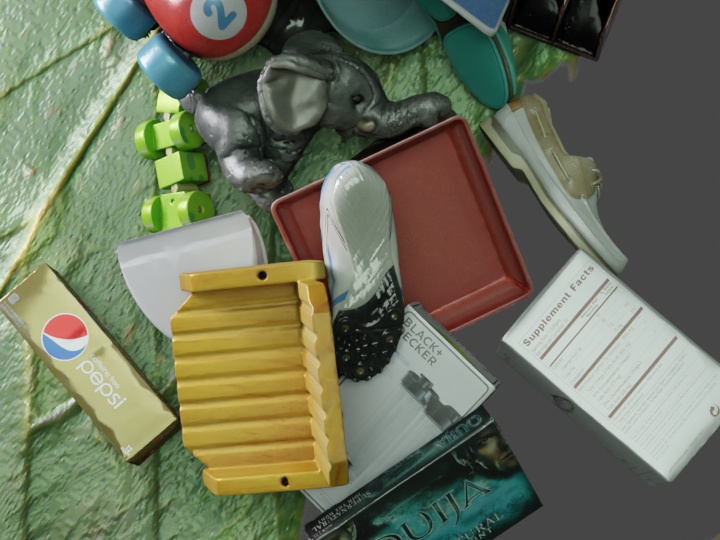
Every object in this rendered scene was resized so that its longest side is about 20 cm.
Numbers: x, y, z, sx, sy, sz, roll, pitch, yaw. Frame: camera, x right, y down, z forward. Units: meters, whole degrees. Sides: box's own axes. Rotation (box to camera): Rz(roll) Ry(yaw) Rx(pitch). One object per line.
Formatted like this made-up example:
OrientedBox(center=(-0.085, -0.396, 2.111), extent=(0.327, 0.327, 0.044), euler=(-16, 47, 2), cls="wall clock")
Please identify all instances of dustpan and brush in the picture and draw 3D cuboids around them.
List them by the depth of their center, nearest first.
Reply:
OrientedBox(center=(-0.139, 0.053, 1.563), extent=(0.139, 0.057, 0.201), euler=(-14, 93, 9), cls="dustpan and brush")

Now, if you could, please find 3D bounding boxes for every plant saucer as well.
OrientedBox(center=(0.040, -0.025, 1.559), extent=(0.199, 0.037, 0.200), euler=(-25, 113, -1), cls="plant saucer")
OrientedBox(center=(0.014, -0.310, 1.595), extent=(0.199, 0.036, 0.201), euler=(-4, 97, -39), cls="plant saucer")

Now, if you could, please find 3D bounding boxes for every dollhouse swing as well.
OrientedBox(center=(-0.093, 0.099, 1.437), extent=(0.181, 0.176, 0.201), euler=(-6, 93, 9), cls="dollhouse swing")

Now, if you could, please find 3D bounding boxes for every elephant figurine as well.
OrientedBox(center=(-0.046, -0.162, 1.548), extent=(0.200, 0.155, 0.142), euler=(-40, 48, 17), cls="elephant figurine")

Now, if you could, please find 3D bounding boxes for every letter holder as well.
OrientedBox(center=(0.224, -0.326, 1.582), extent=(0.100, 0.142, 0.201), euler=(21, 82, 5), cls="letter holder")

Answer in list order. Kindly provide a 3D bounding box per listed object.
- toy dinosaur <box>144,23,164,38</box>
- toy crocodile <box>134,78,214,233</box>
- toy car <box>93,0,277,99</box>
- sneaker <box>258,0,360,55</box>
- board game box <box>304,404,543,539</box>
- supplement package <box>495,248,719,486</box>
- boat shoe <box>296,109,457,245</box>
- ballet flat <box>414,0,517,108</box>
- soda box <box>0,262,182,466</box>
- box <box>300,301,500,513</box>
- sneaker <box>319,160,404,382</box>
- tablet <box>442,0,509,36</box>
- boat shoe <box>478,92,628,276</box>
OrientedBox(center=(-0.211, -0.330, 1.639), extent=(0.135, 0.102, 0.201), euler=(4, 63, -12), cls="toy dinosaur")
OrientedBox(center=(-0.173, -0.091, 1.605), extent=(0.067, 0.062, 0.201), euler=(-11, 81, 40), cls="toy crocodile")
OrientedBox(center=(-0.178, -0.288, 1.469), extent=(0.184, 0.200, 0.177), euler=(-43, 59, 10), cls="toy car")
OrientedBox(center=(-0.031, -0.285, 1.627), extent=(0.091, 0.076, 0.200), euler=(36, 79, -14), cls="sneaker")
OrientedBox(center=(0.060, 0.226, 1.518), extent=(0.200, 0.135, 0.028), euler=(-34, 39, -3), cls="board game box")
OrientedBox(center=(0.238, 0.092, 1.531), extent=(0.200, 0.117, 0.117), euler=(41, 85, 8), cls="supplement package")
OrientedBox(center=(0.020, -0.078, 1.596), extent=(0.202, 0.075, 0.075), euler=(-34, 109, -1), cls="boat shoe")
OrientedBox(center=(0.102, -0.252, 1.596), extent=(0.200, 0.067, 0.070), euler=(52, 51, -20), cls="ballet flat")
OrientedBox(center=(-0.256, 0.091, 1.573), extent=(0.064, 0.068, 0.200), euler=(-41, 82, -5), cls="soda box")
OrientedBox(center=(0.022, 0.139, 1.540), extent=(0.117, 0.060, 0.200), euler=(45, 97, 6), cls="box")
OrientedBox(center=(0.000, 0.000, 1.490), extent=(0.071, 0.072, 0.201), euler=(-3, 99, -8), cls="sneaker")
OrientedBox(center=(0.063, -0.315, 1.541), extent=(0.200, 0.014, 0.130), euler=(34, 51, -13), cls="tablet")
OrientedBox(center=(0.199, -0.083, 1.580), extent=(0.068, 0.075, 0.200), euler=(-37, 81, 2), cls="boat shoe")
